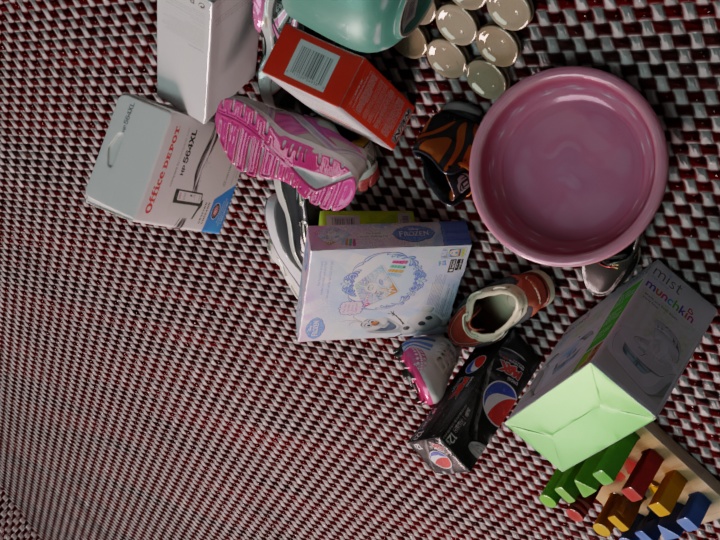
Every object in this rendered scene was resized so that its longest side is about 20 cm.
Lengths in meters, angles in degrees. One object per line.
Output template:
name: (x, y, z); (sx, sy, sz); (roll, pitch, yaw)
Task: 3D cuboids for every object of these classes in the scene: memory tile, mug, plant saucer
memory tile: (0.082, -0.271, 1.279); (0.200, 0.017, 0.153); (31, 145, 14)
mug: (0.016, -0.288, 1.192); (0.114, 0.152, 0.185); (29, -171, 14)
plant saucer: (0.212, -0.103, 1.234); (0.200, 0.201, 0.051); (25, -172, 21)

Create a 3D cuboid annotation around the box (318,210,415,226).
box: (0.000, 0.000, 1.600); (0.122, 0.048, 0.200); (0, 143, -7)

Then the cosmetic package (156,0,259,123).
cosmetic package: (-0.177, -0.285, 1.435); (0.081, 0.113, 0.200); (32, 144, 11)

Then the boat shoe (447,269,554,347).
boat shoe: (0.162, 0.055, 1.527); (0.071, 0.063, 0.200); (60, 145, 4)

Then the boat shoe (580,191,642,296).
boat shoe: (0.270, -0.036, 1.331); (0.074, 0.063, 0.202); (25, 146, 16)

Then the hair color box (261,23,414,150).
hair color box: (-0.020, -0.196, 1.333); (0.101, 0.061, 0.200); (27, -179, 18)

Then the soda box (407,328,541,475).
soda box: (0.148, 0.166, 1.558); (0.063, 0.200, 0.071); (49, 146, -15)

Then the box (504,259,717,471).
box: (0.283, 0.111, 1.382); (0.097, 0.177, 0.200); (40, 147, 0)

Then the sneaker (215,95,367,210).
sneaker: (-0.078, -0.144, 1.427); (0.200, 0.088, 0.081); (32, 124, 11)

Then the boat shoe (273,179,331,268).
boat shoe: (-0.057, -0.061, 1.610); (0.060, 0.076, 0.200); (15, 140, 42)

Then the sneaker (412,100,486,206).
sneaker: (0.146, -0.105, 1.323); (0.200, 0.112, 0.078); (22, 143, 26)

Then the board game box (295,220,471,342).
board game box: (0.024, 0.016, 1.545); (0.199, 0.043, 0.200); (-3, 144, -11)

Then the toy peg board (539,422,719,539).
toy peg board: (0.348, 0.297, 1.609); (0.199, 0.098, 0.200); (42, 147, -3)

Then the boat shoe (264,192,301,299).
boat shoe: (-0.098, -0.028, 1.699); (0.070, 0.071, 0.200); (8, 142, 35)

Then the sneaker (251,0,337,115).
sneaker: (-0.068, -0.248, 1.404); (0.086, 0.080, 0.200); (15, 146, 17)

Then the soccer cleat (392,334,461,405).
soccer cleat: (0.095, 0.118, 1.597); (0.200, 0.086, 0.070); (-121, 8, -79)

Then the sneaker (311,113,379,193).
sneaker: (-0.068, -0.164, 1.512); (0.200, 0.078, 0.082); (15, 136, 19)

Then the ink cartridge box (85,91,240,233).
ink cartridge box: (-0.240, -0.132, 1.557); (0.084, 0.146, 0.200); (23, -172, 23)
